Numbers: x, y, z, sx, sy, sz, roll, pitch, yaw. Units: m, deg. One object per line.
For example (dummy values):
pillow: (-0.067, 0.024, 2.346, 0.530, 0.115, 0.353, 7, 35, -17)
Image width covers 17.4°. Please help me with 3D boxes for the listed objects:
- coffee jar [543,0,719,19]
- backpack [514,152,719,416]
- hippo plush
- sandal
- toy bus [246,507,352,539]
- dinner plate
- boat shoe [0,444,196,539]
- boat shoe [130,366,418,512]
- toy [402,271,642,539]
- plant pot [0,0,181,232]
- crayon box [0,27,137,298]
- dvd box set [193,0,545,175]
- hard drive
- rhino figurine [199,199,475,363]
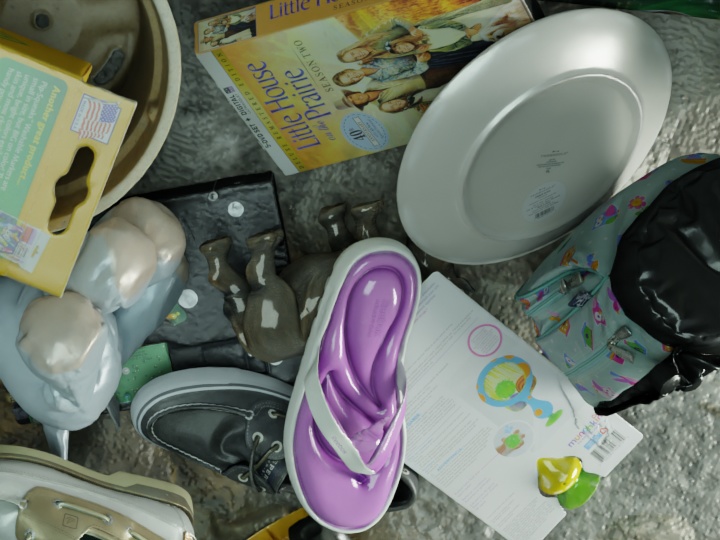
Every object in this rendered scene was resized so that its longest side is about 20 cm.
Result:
coffee jar: (0.176, -0.203, 1.457, 0.200, 0.104, 0.085, 6, 101, -3)
backpack: (0.188, 0.009, 1.469, 0.167, 0.200, 0.127, -32, 85, -26)
hippo plush: (-0.211, 0.010, 1.475, 0.161, 0.159, 0.200, 29, 146, 10)
sandal: (-0.002, 0.079, 1.473, 0.082, 0.050, 0.203, -3, 112, -18)
toy bus: (-0.024, 0.282, 1.542, 0.136, 0.200, 0.192, -34, 110, 9)
dinner plate: (0.114, -0.076, 1.467, 0.200, 0.024, 0.200, -21, 141, -18)
boat shoe: (-0.193, 0.159, 1.443, 0.200, 0.068, 0.075, 9, 136, -23)
boat shoe: (-0.052, 0.119, 1.535, 0.200, 0.066, 0.070, 17, 120, -22)
toy: (0.077, 0.089, 1.551, 0.200, 0.047, 0.115, 39, 102, -22)
plant pot: (-0.203, -0.140, 1.429, 0.200, 0.183, 0.200, 0, 106, 0)
crayon box: (-0.238, -0.081, 1.324, 0.200, 0.052, 0.126, 22, 104, -5)
dvd box set: (0.017, -0.129, 1.449, 0.200, 0.029, 0.146, -14, 146, 16)
hard drive: (-0.142, 0.019, 1.548, 0.200, 0.038, 0.140, -11, 105, 2)
rhino figurine: (0.000, 0.000, 1.514, 0.200, 0.060, 0.087, -16, 100, -23)
